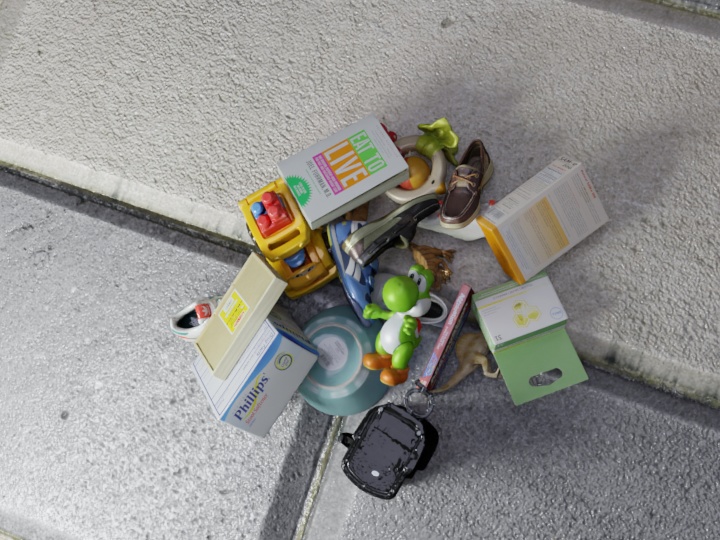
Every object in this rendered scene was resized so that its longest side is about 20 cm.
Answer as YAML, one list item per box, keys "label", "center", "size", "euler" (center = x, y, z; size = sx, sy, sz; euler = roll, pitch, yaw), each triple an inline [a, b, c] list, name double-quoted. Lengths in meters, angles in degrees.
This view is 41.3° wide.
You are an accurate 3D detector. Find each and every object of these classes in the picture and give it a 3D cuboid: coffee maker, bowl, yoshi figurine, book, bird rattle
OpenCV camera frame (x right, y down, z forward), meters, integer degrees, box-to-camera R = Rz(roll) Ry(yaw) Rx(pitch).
- label: "coffee maker"
  center: [0.072, 0.287, 1.621]
  size: [0.191, 0.200, 0.135]
  euler: [-38, 78, 5]
- label: "bowl"
  center: [-0.042, 0.159, 1.713]
  size: [0.197, 0.105, 0.204]
  euler: [-2, 82, 10]
- label: "yoshi figurine"
  center: [0.058, 0.085, 1.594]
  size: [0.111, 0.112, 0.203]
  euler: [19, 106, 1]
- label: "book"
  center: [-0.031, -0.176, 1.684]
  size: [0.198, 0.048, 0.135]
  euler: [-29, 70, -8]
- label: "bird rattle"
  center: [0.085, -0.200, 1.735]
  size: [0.197, 0.113, 0.166]
  euler: [-8, 69, 7]

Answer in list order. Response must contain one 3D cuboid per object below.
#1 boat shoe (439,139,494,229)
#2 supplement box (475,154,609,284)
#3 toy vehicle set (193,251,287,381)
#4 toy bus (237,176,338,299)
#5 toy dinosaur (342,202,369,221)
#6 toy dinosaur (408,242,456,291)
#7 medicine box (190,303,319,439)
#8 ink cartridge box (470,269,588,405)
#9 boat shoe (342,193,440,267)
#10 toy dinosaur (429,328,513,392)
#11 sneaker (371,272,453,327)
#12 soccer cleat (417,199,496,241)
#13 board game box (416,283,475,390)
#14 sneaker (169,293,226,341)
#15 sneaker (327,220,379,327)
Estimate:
- label: "boat shoe"
  center: [0.184, -0.156, 1.689]
  size: [0.071, 0.073, 0.201]
  euler: [7, 47, 28]
- label: "supplement box"
  center: [0.317, -0.090, 1.662]
  size: [0.199, 0.074, 0.127]
  euler: [-35, 115, -4]
- label: "toy vehicle set"
  center: [-0.210, 0.077, 1.652]
  size: [0.201, 0.026, 0.124]
  euler: [-56, 33, 6]
- label: "toy bus"
  center: [-0.135, -0.066, 1.724]
  size: [0.134, 0.192, 0.202]
  euler: [-28, 78, 3]
- label: "toy dinosaur"
  center: [-0.008, -0.110, 1.785]
  size: [0.105, 0.060, 0.203]
  euler: [22, 78, -8]
- label: "toy dinosaur"
  center: [0.115, -0.028, 1.720]
  size: [0.061, 0.105, 0.200]
  euler: [-63, 33, 14]
- label: "medicine box"
  center: [-0.189, 0.158, 1.679]
  size: [0.183, 0.102, 0.200]
  euler: [-55, 34, 6]
- label: "ink cartridge box"
  center: [0.293, 0.113, 1.649]
  size: [0.144, 0.048, 0.202]
  euler: [-18, 62, -8]
- label: "boat shoe"
  center: [0.062, -0.066, 1.661]
  size: [0.199, 0.072, 0.066]
  euler: [-28, 76, -22]
- label: "toy dinosaur"
  center: [0.208, 0.157, 1.695]
  size: [0.100, 0.058, 0.201]
  euler: [25, 73, 23]
- label: "sneaker"
  center: [0.071, 0.047, 1.704]
  size: [0.197, 0.116, 0.075]
  euler: [16, 88, 14]
- label: "soccer cleat"
  center: [0.167, -0.087, 1.736]
  size: [0.197, 0.078, 0.070]
  euler: [4, 45, 25]
- label: "board game box"
  center: [0.152, 0.125, 1.682]
  size: [0.019, 0.103, 0.202]
  euler: [24, 86, 16]
- label: "sneaker"
  center: [-0.262, 0.081, 1.772]
  size: [0.197, 0.093, 0.071]
  euler: [-18, 78, 8]
- label: "sneaker"
  center: [0.000, 0.000, 1.687]
  size: [0.081, 0.074, 0.203]
  euler: [-15, 75, -5]
